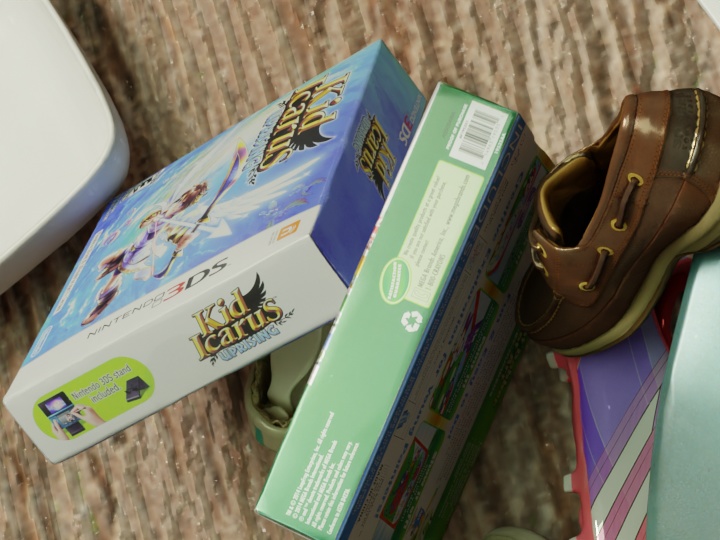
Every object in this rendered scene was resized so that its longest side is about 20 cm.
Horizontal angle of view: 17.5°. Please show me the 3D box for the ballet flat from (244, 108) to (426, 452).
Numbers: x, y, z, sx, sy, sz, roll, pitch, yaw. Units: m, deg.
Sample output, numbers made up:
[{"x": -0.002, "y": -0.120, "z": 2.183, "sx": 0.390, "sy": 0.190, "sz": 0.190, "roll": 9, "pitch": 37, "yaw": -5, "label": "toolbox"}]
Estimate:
[{"x": 0.000, "y": 0.000, "z": 1.163, "sx": 0.069, "sy": 0.069, "sz": 0.201, "roll": 27, "pitch": 88, "yaw": 27, "label": "ballet flat"}]

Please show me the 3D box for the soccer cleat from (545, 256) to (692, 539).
[{"x": 0.133, "y": 0.088, "z": 1.083, "sx": 0.076, "sy": 0.067, "sz": 0.201, "roll": -14, "pitch": 68, "yaw": 15, "label": "soccer cleat"}]

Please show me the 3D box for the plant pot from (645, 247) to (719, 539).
[{"x": 0.206, "y": 0.078, "z": 1.015, "sx": 0.141, "sy": 0.141, "sz": 0.201, "roll": 18, "pitch": 89, "yaw": 27, "label": "plant pot"}]

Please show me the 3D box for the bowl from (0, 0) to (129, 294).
[{"x": -0.227, "y": -0.067, "z": 1.274, "sx": 0.199, "sy": 0.075, "sz": 0.200, "roll": -38, "pitch": 65, "yaw": 6, "label": "bowl"}]

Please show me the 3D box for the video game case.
[{"x": -0.066, "y": -0.013, "z": 1.124, "sx": 0.181, "sy": 0.046, "sz": 0.200, "roll": -27, "pitch": 22, "yaw": 24, "label": "video game case"}]

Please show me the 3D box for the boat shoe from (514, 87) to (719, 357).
[{"x": 0.105, "y": -0.024, "z": 1.002, "sx": 0.067, "sy": 0.200, "sz": 0.072, "roll": 15, "pitch": 63, "yaw": -13, "label": "boat shoe"}]

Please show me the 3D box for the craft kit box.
[{"x": 0.034, "y": 0.033, "z": 1.064, "sx": 0.048, "sy": 0.197, "sz": 0.201, "roll": 22, "pitch": 86, "yaw": 19, "label": "craft kit box"}]

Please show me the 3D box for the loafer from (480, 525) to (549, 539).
[{"x": 0.080, "y": 0.185, "z": 1.033, "sx": 0.068, "sy": 0.076, "sz": 0.200, "roll": -19, "pitch": 31, "yaw": -11, "label": "loafer"}]

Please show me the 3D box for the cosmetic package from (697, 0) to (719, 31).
[{"x": 0.202, "y": -0.205, "z": 1.134, "sx": 0.151, "sy": 0.052, "sz": 0.200, "roll": -38, "pitch": 64, "yaw": 13, "label": "cosmetic package"}]
